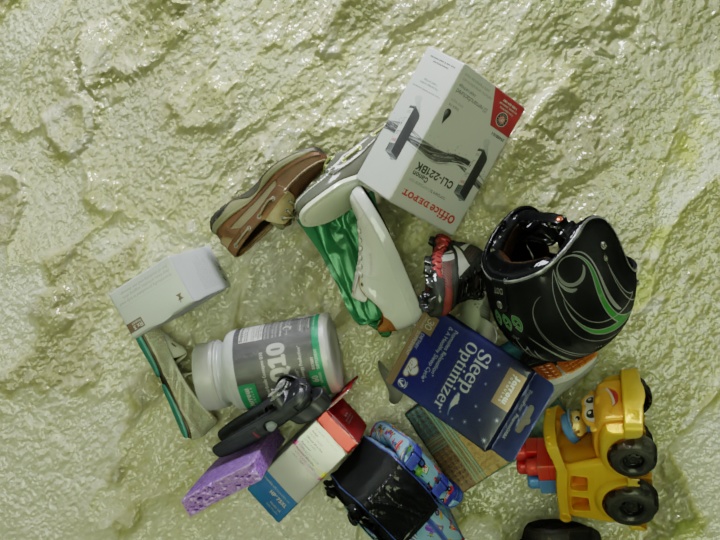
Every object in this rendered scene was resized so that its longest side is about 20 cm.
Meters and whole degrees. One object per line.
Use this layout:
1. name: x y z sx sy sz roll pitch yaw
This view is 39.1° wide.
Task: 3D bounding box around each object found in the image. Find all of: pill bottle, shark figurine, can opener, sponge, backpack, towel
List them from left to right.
1. sponge: -0.171 0.272 1.394 0.110 0.200 0.030 -30 93 7
2. can opener: -0.131 0.204 1.366 0.198 0.064 0.079 -32 108 27
3. pill bottle: -0.129 0.132 1.423 0.196 0.113 0.115 -12 93 8
4. backpack: 0.068 0.328 1.386 0.135 0.182 0.200 -46 102 -9
5. shark figurine: 0.129 0.124 1.400 0.215 0.128 0.089 -46 131 0
6. towel: 0.181 0.207 1.438 0.199 0.022 0.148 -35 89 9

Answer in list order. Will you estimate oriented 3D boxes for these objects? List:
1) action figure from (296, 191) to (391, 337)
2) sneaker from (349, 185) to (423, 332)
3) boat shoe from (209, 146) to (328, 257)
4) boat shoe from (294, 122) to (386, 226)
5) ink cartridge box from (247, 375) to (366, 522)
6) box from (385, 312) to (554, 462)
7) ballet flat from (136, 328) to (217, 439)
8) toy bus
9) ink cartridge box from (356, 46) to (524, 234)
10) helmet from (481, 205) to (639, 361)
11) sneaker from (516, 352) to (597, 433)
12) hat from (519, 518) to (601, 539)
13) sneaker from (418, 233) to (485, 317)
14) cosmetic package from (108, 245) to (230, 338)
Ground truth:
1. action figure: 0.000 0.000 1.428 0.116 0.055 0.203 -21 87 6
2. sneaker: 0.014 -0.009 1.360 0.083 0.073 0.203 -22 98 4
3. boat shoe: -0.119 -0.092 1.424 0.199 0.075 0.075 -37 76 17
4. boat shoe: -0.015 -0.133 1.388 0.200 0.072 0.060 -35 68 -20
5. ink cartridge box: -0.059 0.247 1.421 0.067 0.116 0.200 45 98 1
6. box: 0.142 0.147 1.323 0.198 0.032 0.123 33 100 20
7. ballet flat: -0.270 0.147 1.477 0.062 0.067 0.203 -27 94 -20
8. toy bus: 0.296 0.236 1.346 0.188 0.137 0.203 -1 127 14
9. ink cartridge box: 0.106 -0.169 1.353 0.084 0.143 0.202 38 101 46
10. helmet: 0.264 0.022 1.325 0.198 0.201 0.191 -34 120 8
11. sneaker: 0.238 0.166 1.389 0.198 0.076 0.093 -27 131 -6
12. hat: 0.273 0.378 1.367 0.197 0.201 0.083 11 79 6
13. sneaker: 0.128 0.009 1.342 0.096 0.201 0.072 12 111 5
14. cosmetic package: -0.256 0.025 1.387 0.101 0.200 0.075 -30 90 7
